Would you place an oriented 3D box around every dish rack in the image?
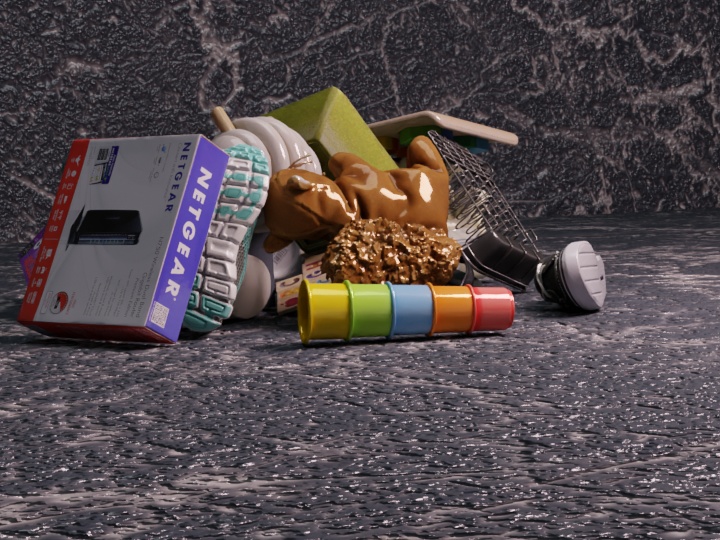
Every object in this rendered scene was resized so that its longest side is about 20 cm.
[{"bbox_3d":[0.140,-0.077,1.853,0.054,0.200,0.153,-39,-29,17],"label":"dish rack"}]

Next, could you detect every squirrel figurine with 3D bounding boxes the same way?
[{"bbox_3d":[-0.003,-0.044,1.574,0.186,0.142,0.200,8,38,-32],"label":"squirrel figurine"}]

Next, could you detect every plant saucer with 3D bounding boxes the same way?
[{"bbox_3d":[-0.048,-0.099,1.799,0.199,0.200,0.048,-16,31,43],"label":"plant saucer"}]

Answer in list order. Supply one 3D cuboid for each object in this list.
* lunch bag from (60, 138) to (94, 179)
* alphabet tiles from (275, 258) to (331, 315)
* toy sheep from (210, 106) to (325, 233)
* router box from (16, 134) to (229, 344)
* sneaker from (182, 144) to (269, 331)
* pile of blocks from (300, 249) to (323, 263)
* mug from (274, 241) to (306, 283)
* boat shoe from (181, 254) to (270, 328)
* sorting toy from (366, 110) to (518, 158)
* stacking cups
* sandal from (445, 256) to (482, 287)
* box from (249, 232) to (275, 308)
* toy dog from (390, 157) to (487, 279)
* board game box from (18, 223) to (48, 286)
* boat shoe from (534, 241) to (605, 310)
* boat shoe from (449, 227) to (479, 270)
[{"bbox_3d":[-0.273,-0.047,1.724,0.077,0.201,0.160,-7,8,-32],"label":"lunch bag"},{"bbox_3d":[0.000,0.000,1.724,0.199,0.006,0.167,-19,19,2],"label":"alphabet tiles"},{"bbox_3d":[-0.116,-0.106,1.667,0.137,0.139,0.200,1,1,39],"label":"toy sheep"},{"bbox_3d":[-0.233,-0.032,1.511,0.179,0.201,0.049,0,-22,36],"label":"router box"},{"bbox_3d":[-0.142,-0.029,1.549,0.077,0.201,0.091,17,-15,2],"label":"sneaker"},{"bbox_3d":[0.025,-0.008,1.935,0.199,0.062,0.082,-6,-34,8],"label":"pile of blocks"},{"bbox_3d":[-0.078,-0.065,2.047,0.200,0.148,0.175,-37,3,18],"label":"mug"},{"bbox_3d":[-0.172,0.027,1.638,0.068,0.072,0.200,1,14,32],"label":"boat shoe"},{"bbox_3d":[0.074,-0.165,1.979,0.199,0.037,0.185,-3,-6,39],"label":"sorting toy"},{"bbox_3d":[0.044,0.041,1.426,0.199,0.061,0.060,2,3,-12],"label":"stacking cups"},{"bbox_3d":[0.096,0.009,1.710,0.075,0.048,0.200,12,11,9],"label":"sandal"},{"bbox_3d":[-0.188,-0.031,1.821,0.107,0.149,0.200,-4,5,-26],"label":"box"},{"bbox_3d":[0.071,-0.078,2.008,0.193,0.140,0.200,-20,-36,22],"label":"toy dog"},{"bbox_3d":[-0.364,-0.027,1.897,0.032,0.120,0.200,39,1,-24],"label":"board game box"},{"bbox_3d":[0.223,0.013,1.658,0.071,0.073,0.200,-10,-8,13],"label":"boat shoe"},{"bbox_3d":[0.079,-0.002,1.850,0.200,0.072,0.070,-15,-5,-46],"label":"boat shoe"}]
